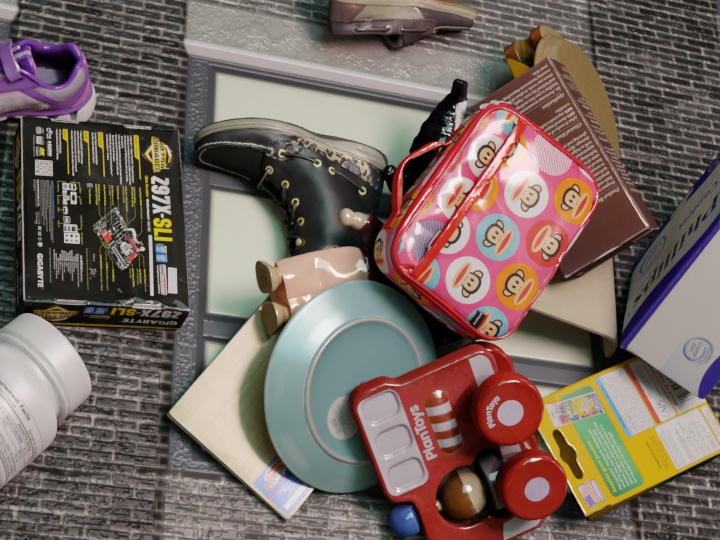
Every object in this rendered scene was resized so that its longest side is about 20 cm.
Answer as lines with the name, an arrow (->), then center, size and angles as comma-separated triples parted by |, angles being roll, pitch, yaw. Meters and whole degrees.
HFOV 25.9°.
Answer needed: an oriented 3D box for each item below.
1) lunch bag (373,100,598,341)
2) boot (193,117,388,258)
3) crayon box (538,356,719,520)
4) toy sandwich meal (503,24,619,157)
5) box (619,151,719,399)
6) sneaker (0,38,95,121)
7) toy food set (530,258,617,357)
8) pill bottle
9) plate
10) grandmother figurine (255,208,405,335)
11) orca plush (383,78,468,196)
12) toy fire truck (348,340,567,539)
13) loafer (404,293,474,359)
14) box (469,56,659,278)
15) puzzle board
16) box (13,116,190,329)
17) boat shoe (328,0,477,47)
lunch bag -> 0.110, -0.053, 1.472 | 0.176, 0.082, 0.201 | 37, 80, -13
boot -> -0.071, -0.063, 1.560 | 0.202, 0.074, 0.155 | 10, 64, -15
crayon box -> 0.262, 0.165, 1.583 | 0.199, 0.052, 0.126 | -19, 72, -29
toy sandwich meal -> 0.215, -0.169, 1.706 | 0.205, 0.070, 0.207 | 35, 47, -48
box -> 0.363, -0.005, 1.593 | 0.104, 0.185, 0.200 | 32, 29, -3
sneaker -> -0.347, -0.183, 1.504 | 0.198, 0.089, 0.081 | -8, 69, -24
toy food set -> 0.181, -0.003, 1.618 | 0.199, 0.060, 0.145 | 19, 55, -25
pill bottle -> -0.331, 0.133, 1.331 | 0.113, 0.113, 0.200 | 44, 57, 5
plate -> -0.001, 0.110, 1.460 | 0.199, 0.025, 0.202 | -6, 100, -36
grandmother figurine -> 0.000, 0.000, 1.499 | 0.198, 0.060, 0.122 | -11, 107, -23
orca plush -> 0.062, -0.099, 1.586 | 0.071, 0.202, 0.105 | 9, 19, -28
toy fire truck -> 0.090, 0.171, 1.467 | 0.167, 0.112, 0.201 | -21, 110, -6
loafer -> 0.076, 0.069, 1.552 | 0.072, 0.063, 0.201 | -27, 76, -32
box -> 0.205, -0.103, 1.572 | 0.201, 0.100, 0.075 | 62, 18, 11
puzzle board -> -0.065, 0.112, 1.484 | 0.151, 0.017, 0.200 | 42, 68, -3
box -> -0.249, -0.046, 1.495 | 0.158, 0.049, 0.202 | 4, 63, -22
boat shoe -> 0.043, -0.278, 1.719 | 0.199, 0.065, 0.072 | 0, 21, -41
